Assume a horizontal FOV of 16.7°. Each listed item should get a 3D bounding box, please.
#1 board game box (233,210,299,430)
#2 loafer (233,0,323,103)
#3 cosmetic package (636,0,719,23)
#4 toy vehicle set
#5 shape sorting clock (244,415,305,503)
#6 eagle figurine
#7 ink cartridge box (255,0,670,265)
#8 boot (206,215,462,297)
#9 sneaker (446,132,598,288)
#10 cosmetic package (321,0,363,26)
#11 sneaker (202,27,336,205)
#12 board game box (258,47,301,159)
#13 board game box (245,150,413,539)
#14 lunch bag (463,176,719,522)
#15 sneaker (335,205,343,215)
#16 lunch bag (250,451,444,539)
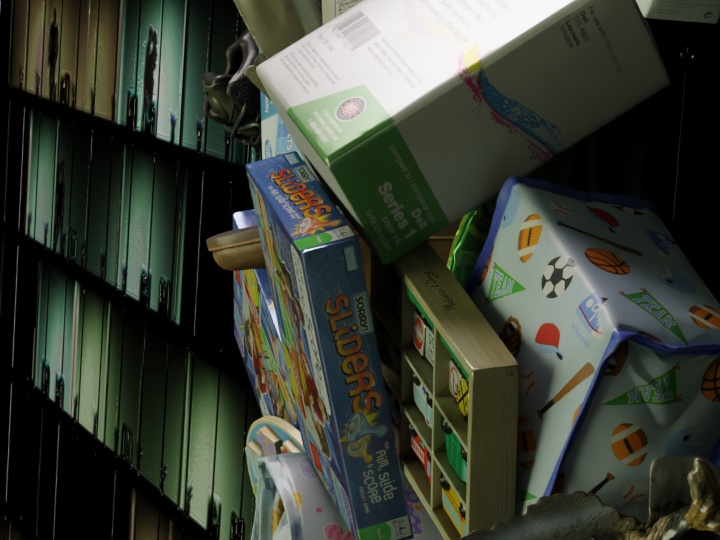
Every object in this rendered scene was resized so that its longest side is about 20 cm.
[{"bbox_3d":[-0.058,0.068,1.893,0.136,0.034,0.200,93,162,-44],"label":"board game box"},{"bbox_3d":[-0.038,-0.138,1.633,0.075,0.069,0.201,-61,-46,-62],"label":"loafer"},{"bbox_3d":[0.170,-0.257,1.344,0.201,0.051,0.151,-109,31,-42],"label":"cosmetic package"},{"bbox_3d":[0.044,0.067,1.370,0.200,0.026,0.125,-124,31,-62],"label":"toy vehicle set"},{"bbox_3d":[-0.030,0.198,1.777,0.200,0.039,0.201,47,149,39],"label":"shape sorting clock"},{"bbox_3d":[0.122,0.179,1.231,0.200,0.151,0.152,-40,50,20],"label":"eagle figurine"},{"bbox_3d":[0.058,-0.113,1.421,0.084,0.199,0.145,60,177,-32],"label":"ink cartridge box"},{"bbox_3d":[0.000,0.000,1.581,0.074,0.199,0.076,-107,17,-83],"label":"boot"},{"bbox_3d":[0.100,-0.021,1.485,0.084,0.074,0.201,-130,46,-66],"label":"sneaker"},{"bbox_3d":[0.034,-0.149,1.577,0.073,0.103,0.201,45,-143,-54],"label":"cosmetic package"},{"bbox_3d":[-0.065,-0.096,1.875,0.076,0.114,0.201,165,99,-68],"label":"sneaker"},{"bbox_3d":[-0.006,-0.158,1.758,0.200,0.047,0.152,-18,72,57],"label":"board game box"},{"bbox_3d":[-0.019,0.047,1.441,0.135,0.034,0.201,-124,21,-60],"label":"board game box"},{"bbox_3d":[0.121,0.079,1.360,0.201,0.123,0.170,-68,26,24],"label":"lunch bag"},{"bbox_3d":[0.021,-0.038,1.724,0.200,0.075,0.080,-23,57,59],"label":"sneaker"},{"bbox_3d":[0.024,0.209,1.544,0.127,0.169,0.201,136,129,-66],"label":"lunch bag"}]
